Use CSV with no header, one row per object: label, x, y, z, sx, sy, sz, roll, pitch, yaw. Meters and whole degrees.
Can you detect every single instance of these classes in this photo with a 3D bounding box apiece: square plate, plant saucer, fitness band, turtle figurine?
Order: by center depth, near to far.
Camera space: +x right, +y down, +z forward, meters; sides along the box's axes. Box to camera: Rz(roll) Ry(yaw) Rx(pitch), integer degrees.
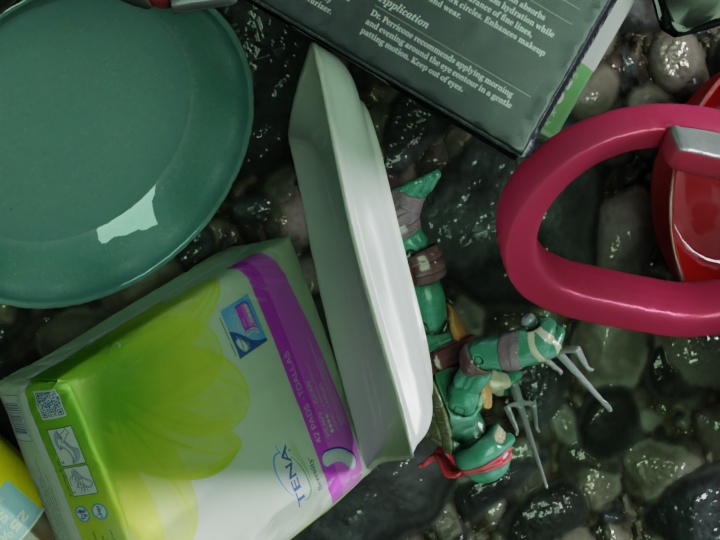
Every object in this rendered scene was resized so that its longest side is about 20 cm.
square plate,0.000,0.000,0.886,0.028,0.198,0.202,-13,83,-8
fitness band,0.166,-0.023,0.901,0.199,0.144,0.038,12,49,-26
plant saucer,-0.152,-0.073,0.915,0.199,0.036,0.201,-21,134,-24
turtle figurine,0.061,0.045,0.979,0.100,0.150,0.201,-25,91,-17

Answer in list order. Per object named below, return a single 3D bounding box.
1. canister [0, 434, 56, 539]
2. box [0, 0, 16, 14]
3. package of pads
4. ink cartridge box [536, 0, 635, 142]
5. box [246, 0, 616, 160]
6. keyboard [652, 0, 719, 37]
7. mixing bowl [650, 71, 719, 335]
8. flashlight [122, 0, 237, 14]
canister,-0.184,0.199,0.950,0.200,0.087,0.149,44,83,-16
box,-0.195,-0.226,0.844,0.044,0.200,0.160,-30,111,32
package of pads,-0.089,0.090,0.931,0.200,0.068,0.156,-32,108,-47
ink cartridge box,0.099,-0.180,0.959,0.087,0.145,0.201,30,87,-19
box,0.039,-0.180,0.821,0.199,0.104,0.183,31,95,2
keyboard,0.179,-0.231,0.891,0.103,0.040,0.202,-16,104,8
mixing bowl,0.254,-0.048,1.045,0.198,0.108,0.202,-3,99,-17
flashlight,-0.154,-0.135,0.744,0.198,0.068,0.068,-9,64,-1
